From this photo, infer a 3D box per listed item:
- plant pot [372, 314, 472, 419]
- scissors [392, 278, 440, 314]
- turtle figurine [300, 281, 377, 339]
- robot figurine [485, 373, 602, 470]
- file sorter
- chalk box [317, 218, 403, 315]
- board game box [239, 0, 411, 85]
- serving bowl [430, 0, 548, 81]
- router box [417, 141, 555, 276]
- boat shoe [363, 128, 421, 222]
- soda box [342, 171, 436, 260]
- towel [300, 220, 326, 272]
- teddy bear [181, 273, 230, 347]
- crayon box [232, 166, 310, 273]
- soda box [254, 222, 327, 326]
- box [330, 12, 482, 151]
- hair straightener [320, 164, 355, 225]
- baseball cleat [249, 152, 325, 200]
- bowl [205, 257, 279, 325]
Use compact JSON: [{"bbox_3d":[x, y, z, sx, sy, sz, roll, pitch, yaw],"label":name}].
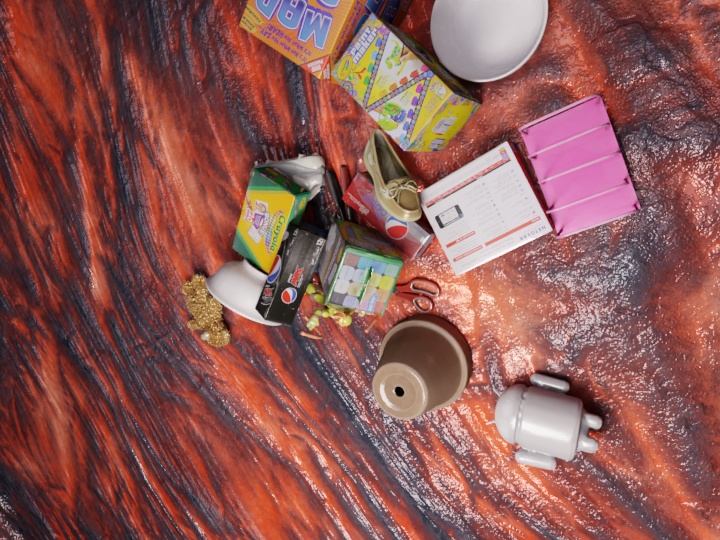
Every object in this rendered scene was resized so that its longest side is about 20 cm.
[{"bbox_3d":[0.107,0.205,1.016,0.199,0.174,0.202,6,103,25],"label":"plant pot"},{"bbox_3d":[0.074,0.037,1.092,0.199,0.014,0.074,17,110,24],"label":"scissors"},{"bbox_3d":[-0.070,0.075,1.089,0.161,0.199,0.065,40,128,39],"label":"turtle figurine"},{"bbox_3d":[0.340,0.281,0.951,0.198,0.113,0.171,11,68,24],"label":"robot figurine"},{"bbox_3d":[0.359,-0.168,0.842,0.138,0.125,0.202,-20,91,28],"label":"file sorter"},{"bbox_3d":[0.000,0.000,0.999,0.123,0.200,0.125,15,112,-19],"label":"chalk box"},{"bbox_3d":[-0.059,-0.483,0.944,0.199,0.200,0.201,37,114,14],"label":"board game box"},{"bbox_3d":[0.227,-0.431,0.888,0.198,0.066,0.202,6,103,26],"label":"serving bowl"},{"bbox_3d":[0.232,-0.113,0.960,0.199,0.049,0.181,-27,88,28],"label":"router box"},{"bbox_3d":[0.062,-0.183,0.984,0.063,0.073,0.202,103,150,-58],"label":"boat shoe"},{"bbox_3d":[0.061,-0.113,1.035,0.200,0.063,0.070,44,117,15],"label":"soda box"},{"bbox_3d":[-0.172,-0.074,1.171,0.199,0.048,0.113,23,111,22],"label":"towel"},{"bbox_3d":[-0.406,0.108,1.315,0.144,0.067,0.202,-7,97,30],"label":"teddy bear"},{"bbox_3d":[-0.197,-0.107,1.105,0.118,0.058,0.201,33,120,17],"label":"crayon box"},{"bbox_3d":[-0.146,0.008,1.056,0.063,0.070,0.201,30,99,54],"label":"soda box"},{"bbox_3d":[0.088,-0.322,0.904,0.193,0.200,0.122,49,117,10],"label":"box"},{"bbox_3d":[-0.046,-0.124,1.109,0.076,0.041,0.202,-7,102,28],"label":"hair straightener"},{"bbox_3d":[-0.165,-0.197,1.119,0.199,0.070,0.108,-6,89,34],"label":"baseball cleat"},{"bbox_3d":[-0.240,0.032,1.156,0.200,0.201,0.091,34,99,16],"label":"bowl"}]
